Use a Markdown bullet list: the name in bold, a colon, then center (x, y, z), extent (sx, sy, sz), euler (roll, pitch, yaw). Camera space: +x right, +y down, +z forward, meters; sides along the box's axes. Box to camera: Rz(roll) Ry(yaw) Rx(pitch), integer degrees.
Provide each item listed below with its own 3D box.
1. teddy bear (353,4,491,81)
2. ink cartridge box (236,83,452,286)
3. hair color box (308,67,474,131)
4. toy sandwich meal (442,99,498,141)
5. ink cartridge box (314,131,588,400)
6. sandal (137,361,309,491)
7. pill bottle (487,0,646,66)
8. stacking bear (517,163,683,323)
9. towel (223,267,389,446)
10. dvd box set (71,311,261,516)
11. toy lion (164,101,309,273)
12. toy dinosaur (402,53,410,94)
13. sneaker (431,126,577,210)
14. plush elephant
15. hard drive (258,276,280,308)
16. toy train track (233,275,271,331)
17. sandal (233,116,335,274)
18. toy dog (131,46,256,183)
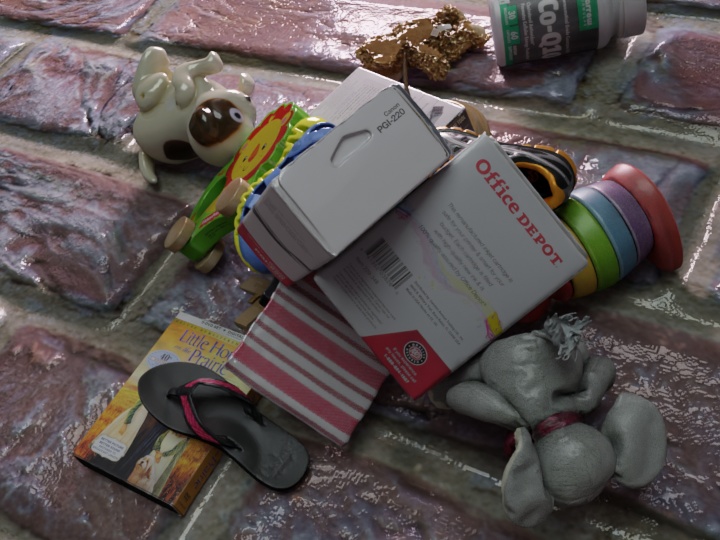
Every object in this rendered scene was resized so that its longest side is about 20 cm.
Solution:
- **teddy bear**: center (0.091, -0.322, 1.187), extent (0.145, 0.067, 0.200), euler (36, 61, 27)
- **ink cartridge box**: center (-0.023, -0.070, 0.748), extent (0.146, 0.200, 0.085), euler (-42, 93, -18)
- **hair color box**: center (0.032, -0.166, 0.984), extent (0.109, 0.065, 0.200), euler (-45, 44, -11)
- **toy sandwich meal**: center (0.086, -0.132, 1.020), extent (0.204, 0.070, 0.206), euler (-16, 48, 18)
- **ink cartridge box**: center (0.080, -0.004, 0.743), extent (0.200, 0.086, 0.148), euler (-38, 91, 7)
- **sandal**: center (-0.137, 0.146, 0.822), extent (0.199, 0.045, 0.075), euler (29, 61, 15)
- **pill bottle**: center (0.278, -0.351, 1.113), extent (0.199, 0.113, 0.114), euler (-9, 48, 10)
- **stacking bear**: center (0.216, -0.015, 0.854), extent (0.199, 0.114, 0.122), euler (-31, 49, -5)
- **towel**: center (-0.027, 0.060, 0.838), extent (0.146, 0.030, 0.200), euler (34, 67, -1)
- **dvd box set**: center (-0.194, 0.146, 0.884), extent (0.146, 0.029, 0.200), euler (18, 57, 26)
- **toy lion**: center (-0.140, -0.112, 0.998), extent (0.200, 0.069, 0.193), euler (-26, 38, 44)
- **toy dinosaur**: center (0.095, -0.132, 0.885), extent (0.060, 0.199, 0.107), euler (-22, 56, 39)
- **sneaker**: center (0.116, -0.096, 0.812), extent (0.199, 0.079, 0.077), euler (3, 24, 10)
- **plush elephant**: center (0.165, 0.137, 0.709), extent (0.164, 0.200, 0.156), euler (-6, 71, -10)
- **hard drive**: center (0.000, 0.000, 0.903), extent (0.139, 0.038, 0.200), euler (36, 64, -1)
- **toy train track**: center (-0.065, 0.011, 0.963), extent (0.114, 0.033, 0.200), euler (18, 51, 44)
- **sandal**: center (-0.067, -0.087, 0.884), extent (0.087, 0.079, 0.201), euler (4, 63, 52)
- **toy dog**: center (-0.224, -0.206, 1.114), extent (0.199, 0.140, 0.195), euler (19, 72, 40)
